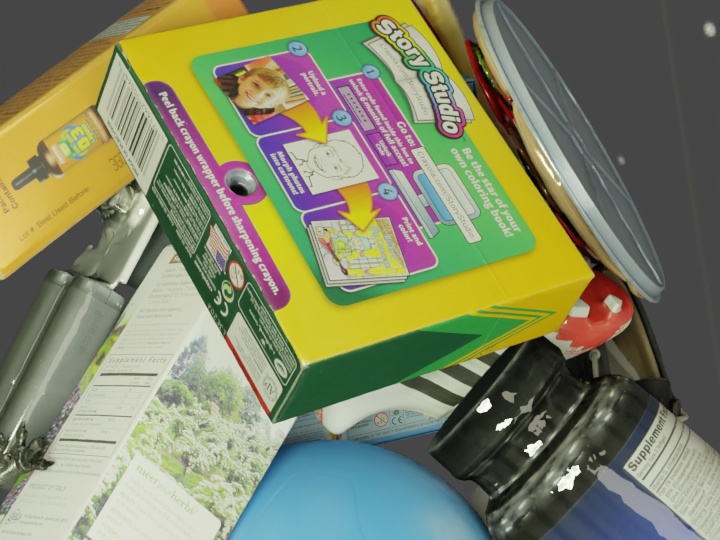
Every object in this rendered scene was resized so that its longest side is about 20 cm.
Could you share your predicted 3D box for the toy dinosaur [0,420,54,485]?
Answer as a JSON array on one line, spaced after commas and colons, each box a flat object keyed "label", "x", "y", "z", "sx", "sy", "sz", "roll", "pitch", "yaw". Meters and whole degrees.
[{"label": "toy dinosaur", "x": -0.206, "y": 0.106, "z": 0.953, "sx": 0.048, "sy": 0.088, "sz": 0.200, "roll": 56, "pitch": 38, "yaw": -26}]

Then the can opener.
[{"label": "can opener", "x": -0.137, "y": 0.028, "z": 1.048, "sx": 0.067, "sy": 0.053, "sz": 0.200, "roll": 33, "pitch": 78, "yaw": -36}]

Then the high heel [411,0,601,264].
[{"label": "high heel", "x": 0.083, "y": -0.076, "z": 1.171, "sx": 0.200, "sy": 0.067, "sz": 0.096, "roll": 27, "pitch": 87, "yaw": -28}]

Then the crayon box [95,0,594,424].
[{"label": "crayon box", "x": -0.009, "y": -0.040, "z": 0.983, "sx": 0.172, "sy": 0.058, "sz": 0.200, "roll": -15, "pitch": 62, "yaw": -32}]

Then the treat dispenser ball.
[{"label": "treat dispenser ball", "x": -0.017, "y": 0.190, "z": 1.045, "sx": 0.200, "sy": 0.201, "sz": 0.201, "roll": -2, "pitch": 94, "yaw": -32}]

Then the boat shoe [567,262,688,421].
[{"label": "boat shoe", "x": 0.155, "y": 0.079, "z": 1.142, "sx": 0.074, "sy": 0.200, "sz": 0.060, "roll": 27, "pitch": 123, "yaw": -33}]

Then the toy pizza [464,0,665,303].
[{"label": "toy pizza", "x": 0.112, "y": -0.065, "z": 1.127, "sx": 0.032, "sy": 0.200, "sz": 0.200, "roll": -30, "pitch": 113, "yaw": 14}]

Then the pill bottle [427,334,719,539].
[{"label": "pill bottle", "x": 0.137, "y": 0.126, "z": 1.021, "sx": 0.200, "sy": 0.112, "sz": 0.112, "roll": 40, "pitch": 70, "yaw": 0}]

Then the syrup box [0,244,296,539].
[{"label": "syrup box", "x": -0.099, "y": 0.085, "z": 0.993, "sx": 0.079, "sy": 0.081, "sz": 0.200, "roll": 44, "pitch": 61, "yaw": -28}]

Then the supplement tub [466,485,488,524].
[{"label": "supplement tub", "x": 0.160, "y": 0.204, "z": 1.192, "sx": 0.200, "sy": 0.145, "sz": 0.145, "roll": 21, "pitch": 81, "yaw": -32}]

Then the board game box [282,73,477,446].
[{"label": "board game box", "x": 0.000, "y": 0.000, "z": 1.110, "sx": 0.151, "sy": 0.037, "sz": 0.201, "roll": -11, "pitch": 108, "yaw": -17}]

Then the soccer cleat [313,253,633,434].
[{"label": "soccer cleat", "x": 0.061, "y": 0.041, "z": 1.093, "sx": 0.200, "sy": 0.069, "sz": 0.085, "roll": -12, "pitch": 137, "yaw": -31}]

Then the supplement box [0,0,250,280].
[{"label": "supplement box", "x": -0.141, "y": -0.077, "z": 1.033, "sx": 0.200, "sy": 0.069, "sz": 0.067, "roll": -40, "pitch": 111, "yaw": -26}]
